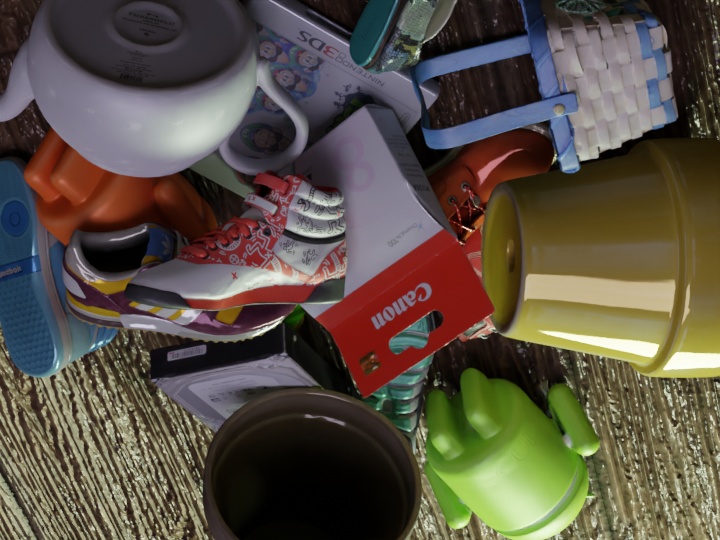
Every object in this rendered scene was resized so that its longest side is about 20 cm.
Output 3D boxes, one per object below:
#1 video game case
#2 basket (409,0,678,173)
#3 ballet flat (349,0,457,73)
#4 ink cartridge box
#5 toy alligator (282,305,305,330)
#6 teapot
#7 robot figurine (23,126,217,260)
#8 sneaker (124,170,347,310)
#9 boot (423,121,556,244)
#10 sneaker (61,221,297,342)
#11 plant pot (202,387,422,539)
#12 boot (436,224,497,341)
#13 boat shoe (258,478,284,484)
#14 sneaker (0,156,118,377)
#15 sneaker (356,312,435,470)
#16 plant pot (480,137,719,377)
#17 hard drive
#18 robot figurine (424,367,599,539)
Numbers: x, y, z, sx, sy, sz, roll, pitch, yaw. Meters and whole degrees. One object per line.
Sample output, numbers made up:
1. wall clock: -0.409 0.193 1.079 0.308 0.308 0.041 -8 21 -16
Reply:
1. video game case: -0.061 -0.134 1.654 0.182 0.024 0.200 28 130 -18
2. basket: 0.140 -0.156 1.519 0.200 0.176 0.139 -19 115 4
3. ballet flat: 0.055 -0.240 1.528 0.074 0.074 0.200 20 133 -12
4. ink cartridge box: 0.002 -0.015 1.625 0.163 0.200 0.057 -36 159 31
5. toy alligator: -0.066 0.009 1.769 0.054 0.059 0.200 51 130 16
6. teapot: -0.173 -0.144 1.552 0.197 0.200 0.146 -26 146 -31
7. robot figurine: -0.202 -0.048 1.678 0.144 0.117 0.200 -27 133 20
8. sneaker: -0.099 -0.026 1.551 0.201 0.067 0.108 -2 100 -34
9. boot: 0.088 -0.055 1.656 0.200 0.107 0.075 -30 121 27
10. sneaker: -0.149 0.006 1.603 0.200 0.075 0.090 1 142 -6
11. plant pot: -0.055 0.237 1.782 0.200 0.200 0.174 11 142 -3
12. boot: 0.168 0.035 1.756 0.200 0.072 0.144 29 130 -9
13. boat shoe: -0.066 0.221 1.924 0.072 0.065 0.200 -12 148 26
14. sneaker: -0.279 -0.011 1.763 0.079 0.131 0.200 -5 97 32
15. sneaker: 0.031 0.097 1.836 0.074 0.088 0.200 11 109 5
16. plant pot: 0.207 -0.010 1.594 0.189 0.201 0.201 0 134 -12
17. hard drive: -0.096 0.113 1.826 0.140 0.038 0.200 -11 154 17
18. robot figurine: 0.142 0.185 1.861 0.175 0.116 0.200 -34 122 17
